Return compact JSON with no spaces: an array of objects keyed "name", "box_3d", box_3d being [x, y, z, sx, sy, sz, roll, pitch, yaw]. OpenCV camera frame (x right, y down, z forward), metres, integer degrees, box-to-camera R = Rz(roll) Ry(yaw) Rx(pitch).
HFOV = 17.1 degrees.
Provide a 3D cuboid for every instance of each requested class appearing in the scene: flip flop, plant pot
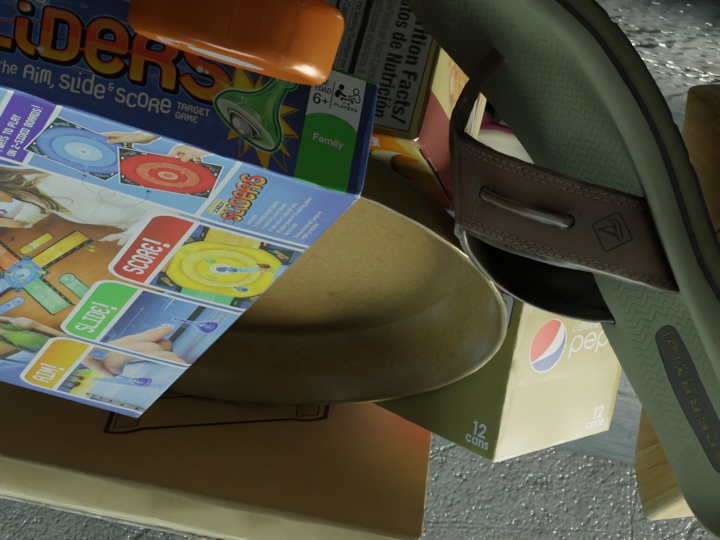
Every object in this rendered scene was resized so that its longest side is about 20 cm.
[{"name":"flip flop","box_3d":[0.061,-0.007,0.682,0.058,0.200,0.081,-25,176,-16]},{"name":"plant pot","box_3d":[-0.051,-0.006,0.754,0.200,0.028,0.200,8,158,3]}]

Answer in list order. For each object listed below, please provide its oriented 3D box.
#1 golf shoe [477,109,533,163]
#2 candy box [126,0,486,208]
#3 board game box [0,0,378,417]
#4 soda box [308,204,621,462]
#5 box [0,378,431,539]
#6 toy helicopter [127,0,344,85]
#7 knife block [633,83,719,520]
[{"name":"golf shoe","box_3d":[0.062,-0.008,0.983,0.075,0.092,0.200,9,173,33]},{"name":"candy box","box_3d":[-0.062,-0.076,0.812,0.200,0.055,0.115,12,173,11]},{"name":"board game box","box_3d":[-0.094,-0.018,0.660,0.135,0.035,0.200,17,155,-17]},{"name":"soda box","box_3d":[0.000,0.000,0.868,0.200,0.064,0.068,25,-157,38]},{"name":"box","box_3d":[-0.072,0.044,0.864,0.200,0.021,0.164,11,-155,0]},{"name":"toy helicopter","box_3d":[-0.090,-0.106,0.554,0.132,0.079,0.200,15,-178,-37]},{"name":"knife block","box_3d":[0.149,0.021,0.680,0.064,0.200,0.176,-3,-152,-16]}]
